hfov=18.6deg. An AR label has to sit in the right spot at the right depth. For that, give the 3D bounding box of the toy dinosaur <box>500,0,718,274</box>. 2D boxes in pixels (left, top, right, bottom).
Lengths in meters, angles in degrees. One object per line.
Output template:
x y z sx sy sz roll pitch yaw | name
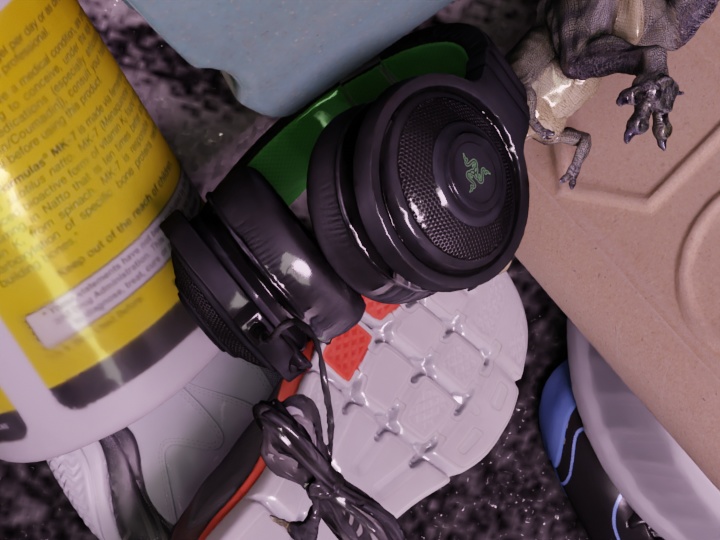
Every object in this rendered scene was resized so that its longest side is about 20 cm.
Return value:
0.090 -0.083 0.725 0.047 0.088 0.201 32 89 -37 | toy dinosaur

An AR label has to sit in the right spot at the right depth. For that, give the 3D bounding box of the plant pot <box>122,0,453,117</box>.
0.001 -0.165 0.692 0.196 0.200 0.200 -38 112 12 | plant pot

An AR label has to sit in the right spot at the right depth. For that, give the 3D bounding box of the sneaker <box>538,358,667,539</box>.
0.138 0.121 0.874 0.070 0.078 0.200 -32 113 1 | sneaker

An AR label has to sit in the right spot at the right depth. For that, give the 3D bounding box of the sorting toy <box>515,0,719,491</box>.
0.142 -0.049 0.725 0.200 0.185 0.036 -49 139 13 | sorting toy

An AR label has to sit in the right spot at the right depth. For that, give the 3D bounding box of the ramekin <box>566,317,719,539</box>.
0.182 0.024 0.802 0.199 0.098 0.202 0 89 -5 | ramekin

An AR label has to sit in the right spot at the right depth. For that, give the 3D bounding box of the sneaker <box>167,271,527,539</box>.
-0.019 0.064 0.751 0.077 0.082 0.200 49 59 -18 | sneaker

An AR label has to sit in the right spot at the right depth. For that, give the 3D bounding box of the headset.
0.000 0.000 0.687 0.123 0.200 0.094 -28 114 26 | headset

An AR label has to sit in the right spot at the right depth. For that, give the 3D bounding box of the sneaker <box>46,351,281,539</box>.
-0.021 0.097 0.834 0.115 0.075 0.200 -38 109 6 | sneaker

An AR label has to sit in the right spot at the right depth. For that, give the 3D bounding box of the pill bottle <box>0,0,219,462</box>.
-0.133 -0.045 0.741 0.114 0.114 0.200 -31 113 1 | pill bottle
